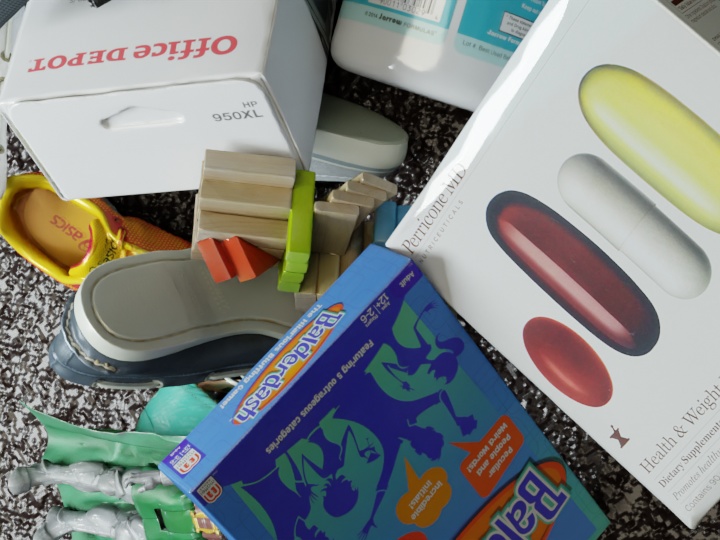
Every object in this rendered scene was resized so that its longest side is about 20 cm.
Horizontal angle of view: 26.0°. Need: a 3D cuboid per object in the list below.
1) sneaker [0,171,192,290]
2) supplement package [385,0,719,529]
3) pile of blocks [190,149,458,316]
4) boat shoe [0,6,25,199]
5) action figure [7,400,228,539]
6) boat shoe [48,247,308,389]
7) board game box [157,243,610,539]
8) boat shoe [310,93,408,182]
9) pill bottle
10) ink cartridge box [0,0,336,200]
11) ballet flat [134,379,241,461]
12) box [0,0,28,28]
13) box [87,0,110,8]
[{"bbox_3d":[-0.123,0.008,0.887,0.198,0.077,0.074,25,97,6],"label":"sneaker"},{"bbox_3d":[0.158,-0.032,0.734,0.200,0.147,0.192,42,127,12],"label":"supplement package"},{"bbox_3d":[0.000,0.000,0.796,0.082,0.198,0.063,-31,49,49],"label":"pile of blocks"},{"bbox_3d":[-0.215,-0.124,0.900,0.069,0.071,0.202,16,59,-20],"label":"boat shoe"},{"bbox_3d":[-0.096,0.127,0.840,0.198,0.055,0.119,-4,118,28],"label":"action figure"},{"bbox_3d":[-0.071,0.026,0.825,0.062,0.199,0.075,-44,68,44],"label":"boat shoe"},{"bbox_3d":[0.019,0.112,0.774,0.152,0.045,0.200,-46,119,-13],"label":"board game box"},{"bbox_3d":[-0.069,-0.067,0.883,0.199,0.070,0.072,12,112,16],"label":"boat shoe"},{"bbox_3d":[0.062,-0.188,0.810,0.110,0.111,0.202,20,97,15],"label":"pill bottle"},{"bbox_3d":[-0.092,-0.143,0.822,0.143,0.084,0.202,-4,54,17],"label":"ink cartridge box"},{"bbox_3d":[-0.032,0.106,0.871,0.198,0.067,0.071,22,82,13],"label":"ballet flat"},{"bbox_3d":[-0.160,-0.234,0.718,0.157,0.051,0.202,-22,68,52],"label":"box"},{"bbox_3d":[-0.093,-0.243,0.809,0.192,0.048,0.201,-31,47,-2],"label":"box"}]
